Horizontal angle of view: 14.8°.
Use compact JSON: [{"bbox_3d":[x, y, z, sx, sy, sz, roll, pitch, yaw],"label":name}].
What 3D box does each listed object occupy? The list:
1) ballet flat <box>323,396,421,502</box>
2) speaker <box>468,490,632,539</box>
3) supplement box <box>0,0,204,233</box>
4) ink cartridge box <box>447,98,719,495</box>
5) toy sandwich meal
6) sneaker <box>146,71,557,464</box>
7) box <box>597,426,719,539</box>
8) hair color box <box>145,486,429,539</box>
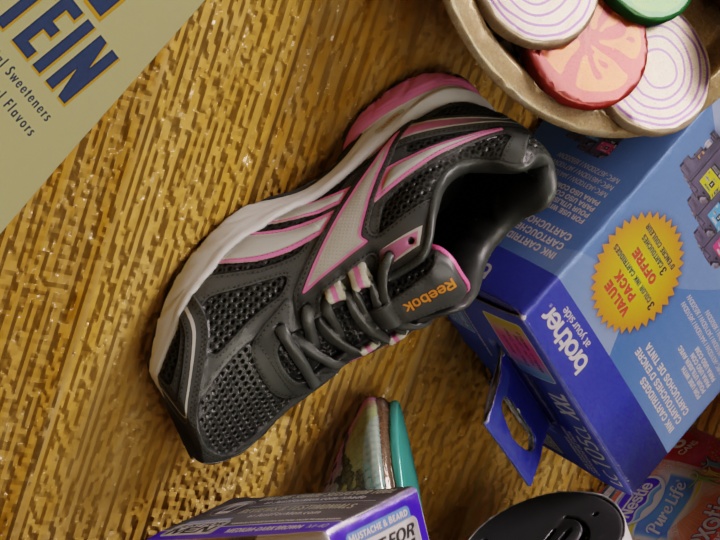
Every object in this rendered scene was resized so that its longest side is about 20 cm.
[{"bbox_3d":[0.008,0.157,1.190,0.069,0.071,0.201,16,58,-79],"label":"ballet flat"},{"bbox_3d":[0.111,0.200,1.261,0.081,0.081,0.201,-36,121,-24],"label":"speaker"},{"bbox_3d":[-0.153,-0.132,0.856,0.200,0.199,0.134,-50,132,-13],"label":"supplement box"},{"bbox_3d":[0.116,0.002,1.239,0.200,0.076,0.137,-47,132,-13],"label":"ink cartridge box"},{"bbox_3d":[0.116,-0.156,1.129,0.204,0.070,0.207,-1,92,-30],"label":"toy sandwich meal"},{"bbox_3d":[0.000,0.000,1.127,0.200,0.086,0.080,-49,131,-13],"label":"sneaker"},{"bbox_3d":[0.175,0.191,1.356,0.102,0.094,0.201,-35,128,-25],"label":"box"},{"bbox_3d":[-0.010,0.194,1.137,0.065,0.109,0.201,-19,98,-47],"label":"hair color box"}]
